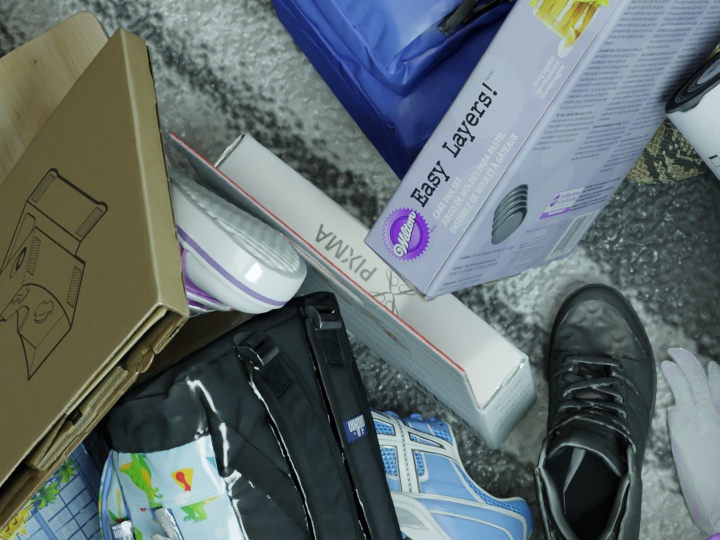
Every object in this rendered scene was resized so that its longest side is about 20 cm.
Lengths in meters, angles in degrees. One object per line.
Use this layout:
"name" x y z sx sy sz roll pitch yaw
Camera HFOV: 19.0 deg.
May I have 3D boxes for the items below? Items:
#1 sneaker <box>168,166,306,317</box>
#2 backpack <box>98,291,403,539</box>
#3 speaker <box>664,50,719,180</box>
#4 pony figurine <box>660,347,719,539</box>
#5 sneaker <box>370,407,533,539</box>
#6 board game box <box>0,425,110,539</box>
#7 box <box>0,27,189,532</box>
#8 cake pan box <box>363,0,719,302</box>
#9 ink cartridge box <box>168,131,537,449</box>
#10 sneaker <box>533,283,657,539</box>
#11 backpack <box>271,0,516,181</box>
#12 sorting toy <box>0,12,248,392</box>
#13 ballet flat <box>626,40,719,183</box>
"sneaker" -0.100 0.012 1.049 0.115 0.072 0.200 -62 31 1
"backpack" -0.045 0.134 1.028 0.153 0.163 0.201 -28 92 28
"speaker" 0.247 -0.030 1.099 0.081 0.081 0.200 -41 96 -5
"pony figurine" 0.228 0.128 1.071 0.198 0.167 0.195 0 81 -8
"sneaker" 0.005 0.105 1.146 0.200 0.076 0.077 41 61 16
"board game box" -0.154 0.206 1.105 0.200 0.062 0.200 -41 97 4
"box" -0.144 0.003 1.033 0.164 0.021 0.201 -47 36 28
"cake pan box" 0.106 -0.080 1.085 0.052 0.200 0.185 42 114 17
"ink cartridge box" 0.000 0.000 1.114 0.200 0.174 0.044 39 81 16
"sneaker" 0.121 0.094 1.105 0.060 0.104 0.201 1 74 9
"backpack" 0.069 -0.163 1.158 0.199 0.168 0.163 -35 79 -5
"sorting toy" -0.181 -0.003 1.184 0.198 0.070 0.201 -30 72 5
"ballet flat" 0.226 -0.111 1.164 0.199 0.075 0.068 -23 76 1
